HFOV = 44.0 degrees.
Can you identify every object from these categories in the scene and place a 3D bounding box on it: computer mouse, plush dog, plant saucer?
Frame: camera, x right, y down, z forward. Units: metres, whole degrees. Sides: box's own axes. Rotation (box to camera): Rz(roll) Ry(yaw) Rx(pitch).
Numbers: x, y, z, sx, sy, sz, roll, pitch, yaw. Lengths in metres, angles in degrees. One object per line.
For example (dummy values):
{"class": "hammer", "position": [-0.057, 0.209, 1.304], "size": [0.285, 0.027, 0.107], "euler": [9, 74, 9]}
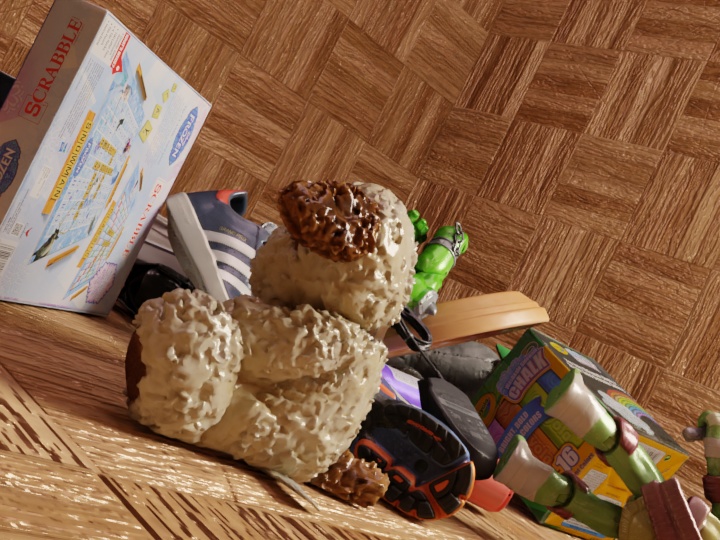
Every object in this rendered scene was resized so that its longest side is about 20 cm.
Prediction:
{"class": "computer mouse", "position": [0.049, 0.085, 0.694], "size": [0.059, 0.034, 0.200], "euler": [29, 23, -38]}
{"class": "plush dog", "position": [-0.024, 0.028, 0.519], "size": [0.160, 0.172, 0.200], "euler": [27, -3, 3]}
{"class": "plant saucer", "position": [0.085, 0.055, 0.888], "size": [0.200, 0.038, 0.200], "euler": [-11, -7, -1]}

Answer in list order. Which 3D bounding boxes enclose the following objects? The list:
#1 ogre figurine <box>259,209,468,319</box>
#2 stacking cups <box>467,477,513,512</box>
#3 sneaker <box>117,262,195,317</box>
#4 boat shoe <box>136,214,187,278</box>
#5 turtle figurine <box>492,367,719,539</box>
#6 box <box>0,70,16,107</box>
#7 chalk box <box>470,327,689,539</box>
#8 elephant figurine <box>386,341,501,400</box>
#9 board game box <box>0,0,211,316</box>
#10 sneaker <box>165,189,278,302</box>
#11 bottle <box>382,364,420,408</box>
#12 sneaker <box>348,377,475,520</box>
{"class": "ogre figurine", "position": [0.000, 0.000, 0.823], "size": [0.200, 0.098, 0.120], "euler": [15, 39, -12]}
{"class": "stacking cups", "position": [0.030, 0.123, 0.695], "size": [0.200, 0.061, 0.061], "euler": [27, -2, -9]}
{"class": "sneaker", "position": [-0.157, 0.036, 0.792], "size": [0.200, 0.060, 0.104], "euler": [16, -12, 48]}
{"class": "boat shoe", "position": [-0.148, -0.010, 0.869], "size": [0.200, 0.066, 0.072], "euler": [21, -16, 16]}
{"class": "turtle figurine", "position": [0.206, 0.158, 0.644], "size": [0.194, 0.200, 0.144], "euler": [37, -39, 6]}
{"class": "box", "position": [-0.342, -0.105, 0.867], "size": [0.104, 0.148, 0.200], "euler": [27, -1, -17]}
{"class": "chalk box", "position": [0.195, 0.150, 0.888], "size": [0.125, 0.124, 0.200], "euler": [27, 16, -36]}
{"class": "elephant figurine", "position": [0.054, 0.112, 1.037], "size": [0.200, 0.155, 0.142], "euler": [28, 10, -10]}
{"class": "board game box", "position": [-0.200, -0.069, 0.650], "size": [0.041, 0.200, 0.200], "euler": [26, -3, 12]}
{"class": "sneaker", "position": [-0.093, 0.008, 0.729], "size": [0.075, 0.084, 0.200], "euler": [107, -37, -55]}
{"class": "bottle", "position": [0.007, 0.113, 0.813], "size": [0.200, 0.065, 0.083], "euler": [27, -9, -31]}
{"class": "sneaker", "position": [-0.004, 0.100, 0.616], "size": [0.200, 0.075, 0.078], "euler": [43, -6, 24]}
